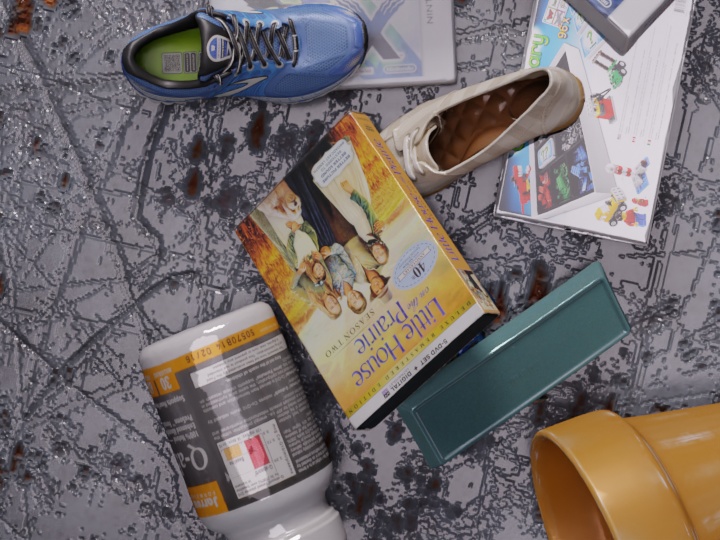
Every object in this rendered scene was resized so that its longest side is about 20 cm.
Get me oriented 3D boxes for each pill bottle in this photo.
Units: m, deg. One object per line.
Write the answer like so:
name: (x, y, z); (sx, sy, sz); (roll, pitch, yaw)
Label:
pill bottle: (-0.089, 0.136, 1.207); (0.115, 0.116, 0.202); (-21, 90, 6)

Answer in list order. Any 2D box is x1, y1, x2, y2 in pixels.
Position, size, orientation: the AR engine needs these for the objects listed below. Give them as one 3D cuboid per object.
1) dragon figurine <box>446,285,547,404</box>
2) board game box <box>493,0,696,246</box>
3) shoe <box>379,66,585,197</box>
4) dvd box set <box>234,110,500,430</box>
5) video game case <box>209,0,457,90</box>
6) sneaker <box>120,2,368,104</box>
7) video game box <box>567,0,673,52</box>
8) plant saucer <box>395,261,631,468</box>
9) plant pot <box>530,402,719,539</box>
dragon figurine: (0.072, 0.032, 1.216); (0.198, 0.059, 0.100); (25, 95, 5)
board game box: (0.184, -0.130, 1.209); (0.125, 0.035, 0.202); (11, 93, 6)
shoe: (0.076, -0.110, 1.191); (0.198, 0.053, 0.071); (-24, 79, 23)
dvd box set: (0.000, 0.000, 1.182); (0.146, 0.029, 0.201); (-42, 65, 23)
video game case: (-0.025, -0.237, 1.231); (0.197, 0.022, 0.185); (-3, 92, 6)
sneaker: (-0.092, -0.165, 1.184); (0.198, 0.089, 0.080); (-8, 93, 5)
video game box: (0.195, -0.302, 1.176); (0.200, 0.047, 0.182); (44, 86, 9)
plant saucer: (0.124, 0.076, 1.197); (0.199, 0.019, 0.070); (-33, 113, -8)
plant pot: (0.251, 0.184, 1.151); (0.181, 0.200, 0.202); (-20, 91, -9)
